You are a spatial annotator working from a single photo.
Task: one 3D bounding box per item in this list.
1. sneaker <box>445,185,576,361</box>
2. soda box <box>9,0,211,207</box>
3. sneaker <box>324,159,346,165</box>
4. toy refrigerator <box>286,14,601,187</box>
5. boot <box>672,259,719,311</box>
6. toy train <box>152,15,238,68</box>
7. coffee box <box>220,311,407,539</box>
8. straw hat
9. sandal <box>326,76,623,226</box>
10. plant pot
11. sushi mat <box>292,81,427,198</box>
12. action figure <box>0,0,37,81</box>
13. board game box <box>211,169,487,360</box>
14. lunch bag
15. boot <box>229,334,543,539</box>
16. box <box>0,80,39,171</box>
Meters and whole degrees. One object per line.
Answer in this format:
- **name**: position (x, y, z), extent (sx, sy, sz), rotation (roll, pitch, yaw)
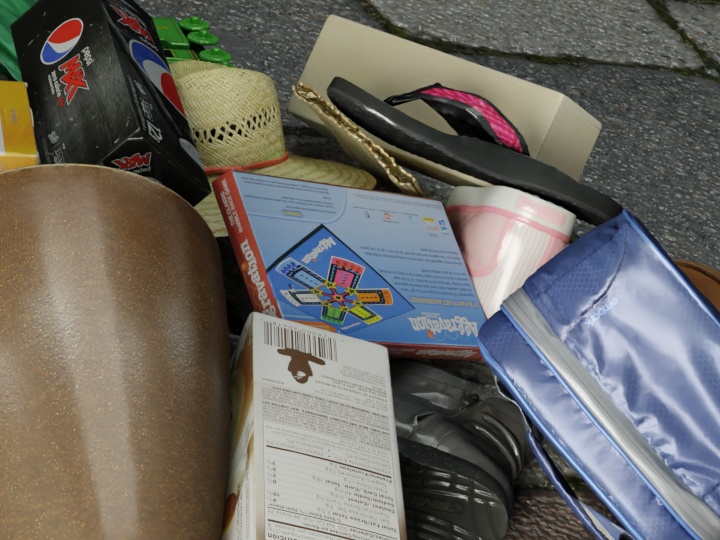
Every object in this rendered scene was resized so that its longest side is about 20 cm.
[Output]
- **sneaker**: position (0.083, 0.005, 1.544), extent (0.075, 0.105, 0.200), rotation (19, -2, -5)
- **soda box**: position (-0.146, -0.095, 1.391), extent (0.063, 0.071, 0.200), rotation (42, 16, -35)
- **sneaker**: position (-0.006, -0.018, 1.496), extent (0.080, 0.084, 0.200), rotation (14, 28, -13)
- **toy refrigerator**: position (0.056, -0.102, 1.630), extent (0.200, 0.076, 0.070), rotation (22, -4, 34)
- **boot**: position (0.174, 0.054, 1.510), extent (0.154, 0.074, 0.200), rotation (2, 31, -24)
- **toy train**: position (-0.114, -0.128, 1.637), extent (0.056, 0.042, 0.200), rotation (1, 23, -17)
- **coffee box**: position (-0.035, 0.126, 1.191), extent (0.079, 0.115, 0.200), rotation (15, 29, -12)
- **straw hat**: position (-0.092, -0.084, 1.469), extent (0.200, 0.085, 0.201), rotation (-4, 16, 1)
- **sandal**: position (0.073, -0.082, 1.488), extent (0.199, 0.045, 0.075), rotation (22, -3, -9)
- **plant pot**: position (-0.135, 0.085, 1.150), extent (0.186, 0.187, 0.200), rotation (6, 43, -27)
- **sushi mat**: position (0.009, -0.068, 1.543), extent (0.096, 0.012, 0.200), rotation (43, 0, 12)
- **action figure**: position (-0.218, -0.137, 1.592), extent (0.200, 0.055, 0.118), rotation (44, 33, 24)
- **board game box**: position (0.000, 0.000, 1.384), extent (0.200, 0.019, 0.103), rotation (6, 57, -53)
- **lunch bag**: position (0.160, 0.079, 1.345), extent (0.200, 0.132, 0.136), rotation (50, 7, 7)
- **boot**: position (0.002, 0.083, 1.358), extent (0.200, 0.070, 0.132), rotation (31, 24, -2)
- **box**: position (-0.277, -0.072, 1.311), extent (0.199, 0.042, 0.119), rotation (1, 24, -11)
